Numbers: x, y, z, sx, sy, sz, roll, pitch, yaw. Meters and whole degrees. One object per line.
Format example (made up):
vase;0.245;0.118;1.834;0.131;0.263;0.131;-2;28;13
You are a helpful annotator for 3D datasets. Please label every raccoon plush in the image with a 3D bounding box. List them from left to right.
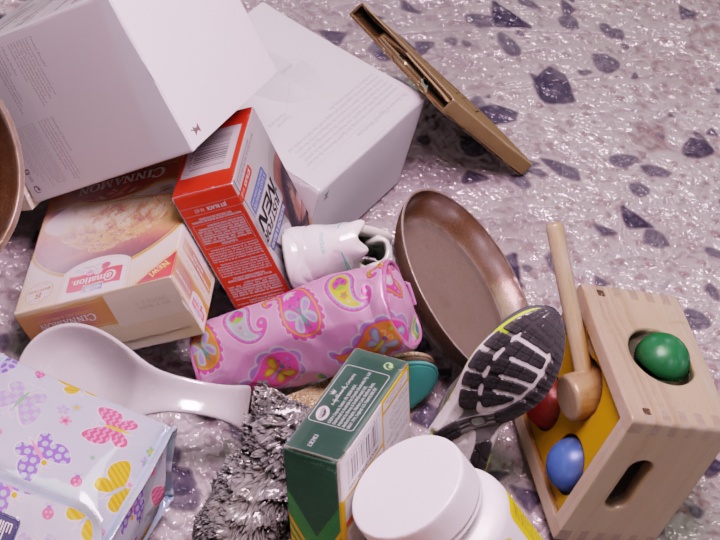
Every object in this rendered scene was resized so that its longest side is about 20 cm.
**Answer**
raccoon plush;-0.085;0.189;1.460;0.096;0.134;0.200;19;43;4

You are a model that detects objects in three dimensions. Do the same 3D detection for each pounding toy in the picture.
pounding toy;0.206;0.097;1.582;0.141;0.201;0.185;7;42;-23

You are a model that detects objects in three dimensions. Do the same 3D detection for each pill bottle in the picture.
pill bottle;0.083;0.223;1.416;0.114;0.200;0.115;-24;36;19

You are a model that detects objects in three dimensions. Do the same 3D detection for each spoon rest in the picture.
spoon rest;-0.194;0.099;1.547;0.199;0.061;0.100;6;80;6

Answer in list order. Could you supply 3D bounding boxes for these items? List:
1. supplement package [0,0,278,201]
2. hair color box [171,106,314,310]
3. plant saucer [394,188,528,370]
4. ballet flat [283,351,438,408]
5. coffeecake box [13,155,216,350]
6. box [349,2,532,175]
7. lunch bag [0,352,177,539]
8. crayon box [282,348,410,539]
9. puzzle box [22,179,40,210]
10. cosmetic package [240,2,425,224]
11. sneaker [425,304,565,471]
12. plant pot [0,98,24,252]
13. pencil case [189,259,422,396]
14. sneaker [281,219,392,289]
supplement package;-0.212;-0.179;1.612;0.199;0.152;0.151;-14;23;38
hair color box;-0.089;-0.030;1.642;0.064;0.201;0.111;-12;39;18
plant saucer;0.091;0.020;1.702;0.200;0.032;0.201;41;32;-32
ballet flat;-0.020;0.110;1.617;0.199;0.071;0.065;-22;37;-38
coffeecake box;-0.205;-0.021;1.639;0.153;0.073;0.201;-13;40;17
box;0.083;-0.183;1.890;0.164;0.021;0.200;49;10;31
lunch bag;-0.254;0.185;1.424;0.169;0.128;0.200;22;50;11
crayon box;-0.006;0.180;1.461;0.051;0.201;0.126;13;39;22
puzzle box;-0.309;-0.117;1.742;0.132;0.026;0.200;-3;33;32
cosmetic package;-0.078;-0.129;1.802;0.199;0.123;0.199;31;44;16
sneaker;0.108;0.099;1.577;0.074;0.200;0.081;31;30;-9
plant pot;-0.419;-0.075;1.557;0.200;0.198;0.202;9;77;-43
pencil case;-0.050;0.055;1.586;0.199;0.088;0.088;-19;40;19
sneaker;0.000;0.000;1.660;0.080;0.200;0.071;-15;76;17
